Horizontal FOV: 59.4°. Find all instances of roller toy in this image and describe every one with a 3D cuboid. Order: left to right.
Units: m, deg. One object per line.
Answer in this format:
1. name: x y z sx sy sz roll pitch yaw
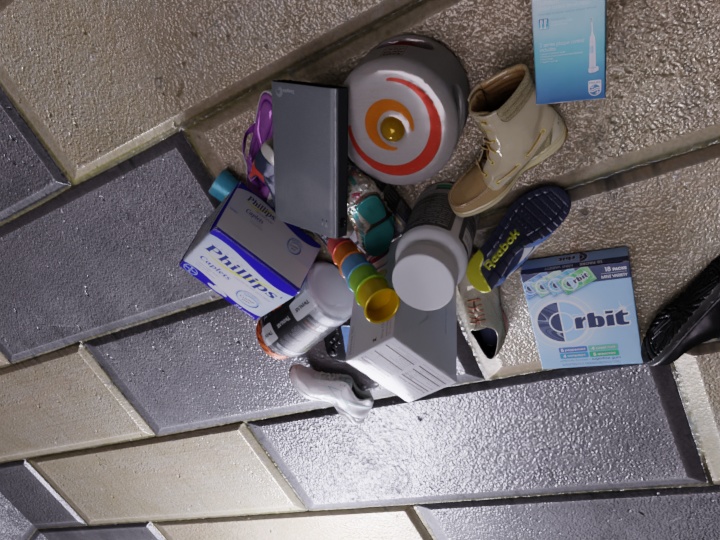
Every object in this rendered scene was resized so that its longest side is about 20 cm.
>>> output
1. roller toy: 0.058 -0.226 0.897 0.199 0.141 0.182 41 128 -9

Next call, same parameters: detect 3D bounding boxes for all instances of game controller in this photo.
1. game controller: 0.018 0.135 1.237 0.194 0.042 0.107 2 125 20

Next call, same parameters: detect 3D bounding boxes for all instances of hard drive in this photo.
1. hard drive: -0.073 -0.162 0.906 0.137 0.032 0.206 20 117 41

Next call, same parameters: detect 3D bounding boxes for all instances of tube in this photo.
1. tube: -0.181 -0.102 1.146 0.198 0.051 0.077 37 163 -8

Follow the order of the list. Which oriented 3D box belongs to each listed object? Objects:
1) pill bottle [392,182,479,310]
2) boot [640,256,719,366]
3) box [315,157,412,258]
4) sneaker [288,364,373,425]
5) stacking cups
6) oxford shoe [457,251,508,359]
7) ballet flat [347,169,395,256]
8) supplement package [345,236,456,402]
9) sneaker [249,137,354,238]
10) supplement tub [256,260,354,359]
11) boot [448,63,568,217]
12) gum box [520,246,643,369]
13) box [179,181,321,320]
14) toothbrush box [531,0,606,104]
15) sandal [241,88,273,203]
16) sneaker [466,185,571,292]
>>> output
1. pill bottle: 0.116 -0.039 0.968 0.110 0.202 0.116 10 127 14
2. boot: 0.550 0.099 0.958 0.155 0.080 0.213 32 121 -2
3. box: -0.028 -0.116 1.072 0.200 0.049 0.160 46 130 -13
4. sneaker: -0.059 0.244 1.338 0.197 0.071 0.081 30 121 -9
5. stacking cups: 0.000 0.000 1.002 0.059 0.201 0.062 -11 125 -16
6. oxford shoe: 0.208 0.061 1.085 0.069 0.074 0.203 -14 118 29
7. ballet flat: 0.012 -0.092 0.980 0.065 0.074 0.201 58 174 24
8. supplement package: 0.073 0.082 1.050 0.154 0.204 0.110 35 132 -29
9. sneaker: -0.096 -0.116 1.020 0.200 0.075 0.084 46 120 -2
10. supplement tub: -0.109 0.082 1.198 0.122 0.124 0.199 42 128 -12
11. boot: 0.176 -0.173 0.868 0.198 0.074 0.154 -37 141 20
12. gum box: 0.367 0.068 1.045 0.165 0.045 0.204 -8 121 25
13. box: -0.200 -0.026 1.126 0.182 0.107 0.199 37 145 -17
14. toothbrush box: 0.248 -0.324 0.747 0.083 0.148 0.205 1 125 20
15. sandal: -0.172 -0.200 1.050 0.082 0.049 0.207 39 128 36
16. sneaker: 0.248 -0.053 0.996 0.200 0.082 0.074 -46 73 21
